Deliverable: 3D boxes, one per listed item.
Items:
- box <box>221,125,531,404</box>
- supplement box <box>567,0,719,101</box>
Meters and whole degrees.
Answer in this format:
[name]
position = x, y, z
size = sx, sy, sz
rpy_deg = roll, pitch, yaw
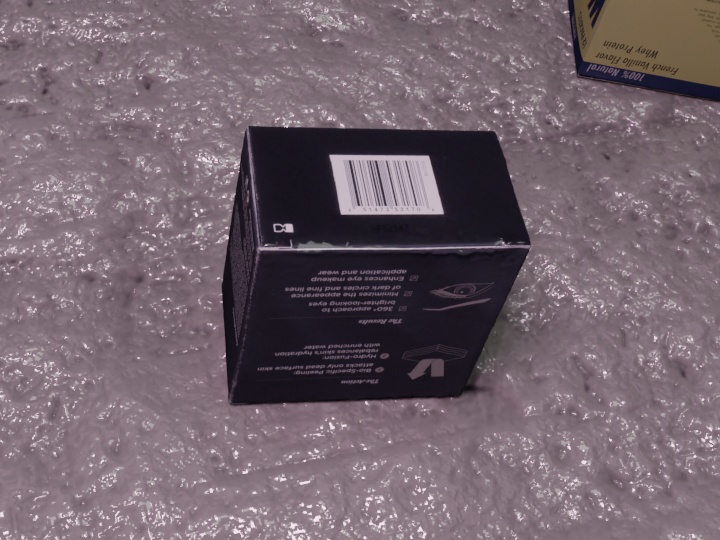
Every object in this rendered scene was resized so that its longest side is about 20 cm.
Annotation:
[box]
position = 0.000, 0.000, 0.874
size = 0.193, 0.201, 0.119
rpy_deg = 0, 52, -14
[supplement box]
position = 0.345, -0.306, 1.204
size = 0.197, 0.201, 0.136
rpy_deg = 9, 50, -7
